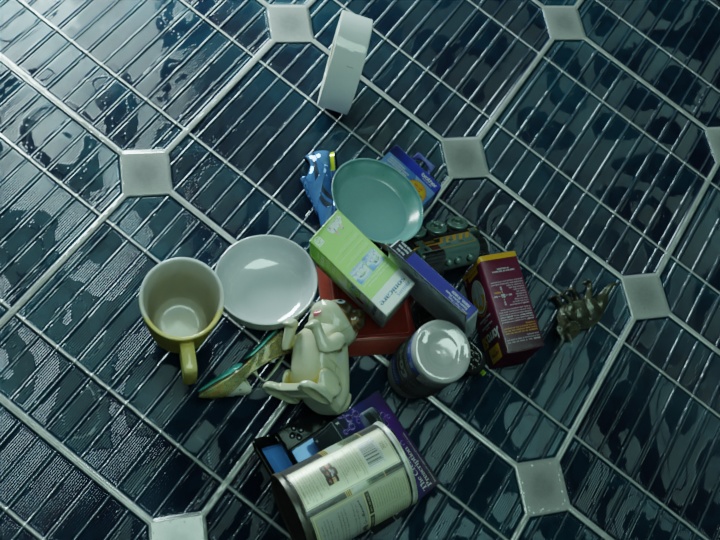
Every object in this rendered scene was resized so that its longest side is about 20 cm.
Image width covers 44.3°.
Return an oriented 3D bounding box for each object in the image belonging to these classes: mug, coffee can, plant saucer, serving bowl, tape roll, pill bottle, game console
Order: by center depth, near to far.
[{"bbox_3d":[-0.026,0.353,1.420,0.197,0.147,0.149,-23,74,-20],"label":"coffee can"},{"bbox_3d":[-0.077,0.352,1.556,0.174,0.117,0.202,-28,77,-23],"label":"game console"},{"bbox_3d":[-0.329,0.092,1.582,0.147,0.154,0.190,23,64,-4],"label":"mug"},{"bbox_3d":[0.120,0.171,1.633,0.111,0.200,0.117,5,70,-13],"label":"pill bottle"},{"bbox_3d":[-0.180,0.033,1.685,0.195,0.066,0.204,4,56,-5],"label":"serving bowl"},{"bbox_3d":[0.029,-0.128,1.732,0.195,0.036,0.204,13,54,-18],"label":"plant saucer"},{"bbox_3d":[0.020,0.065,1.749,0.195,0.037,0.204,-2,68,-16],"label":"plant saucer"},{"bbox_3d":[-0.033,-0.435,1.855,0.069,0.203,0.207,16,64,-7],"label":"tape roll"}]

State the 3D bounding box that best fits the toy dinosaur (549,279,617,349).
[{"bbox_3d":[0.457,0.084,1.842,0.197,0.077,0.104,-22,86,-27],"label":"toy dinosaur"}]

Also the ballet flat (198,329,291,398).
[{"bbox_3d":[-0.205,0.188,1.626,0.199,0.071,0.071,-38,80,-25],"label":"ballet flat"}]

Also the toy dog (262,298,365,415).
[{"bbox_3d":[-0.059,0.147,1.610,0.192,0.138,0.204,31,63,-31],"label":"toy dog"}]

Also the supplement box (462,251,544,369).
[{"bbox_3d":[0.283,0.080,1.767,0.084,0.111,0.204,-8,69,-16],"label":"supplement box"}]

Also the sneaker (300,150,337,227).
[{"bbox_3d":[-0.082,-0.149,1.804,0.076,0.066,0.205,-4,69,2],"label":"sneaker"}]

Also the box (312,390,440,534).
[{"bbox_3d":[0.029,0.341,1.585,0.140,0.079,0.202,-26,76,-43],"label":"box"}]

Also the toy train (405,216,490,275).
[{"bbox_3d":[0.166,-0.044,1.782,0.196,0.087,0.114,-11,38,-26],"label":"toy train"}]

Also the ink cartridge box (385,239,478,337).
[{"bbox_3d":[0.132,0.032,1.619,0.199,0.200,0.041,43,80,15],"label":"ink cartridge box"}]

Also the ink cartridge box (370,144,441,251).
[{"bbox_3d":[0.073,-0.161,1.838,0.136,0.077,0.200,41,62,5],"label":"ink cartridge box"}]

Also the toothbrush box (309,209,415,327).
[{"bbox_3d":[0.000,0.000,1.662,0.199,0.146,0.086,42,79,5],"label":"toothbrush box"}]

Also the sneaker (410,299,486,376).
[{"bbox_3d":[0.171,0.133,1.740,0.071,0.083,0.201,-39,77,3],"label":"sneaker"}]
